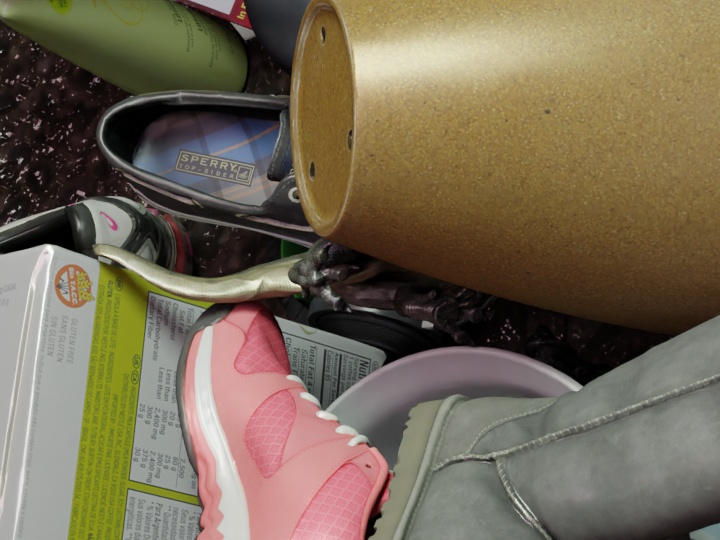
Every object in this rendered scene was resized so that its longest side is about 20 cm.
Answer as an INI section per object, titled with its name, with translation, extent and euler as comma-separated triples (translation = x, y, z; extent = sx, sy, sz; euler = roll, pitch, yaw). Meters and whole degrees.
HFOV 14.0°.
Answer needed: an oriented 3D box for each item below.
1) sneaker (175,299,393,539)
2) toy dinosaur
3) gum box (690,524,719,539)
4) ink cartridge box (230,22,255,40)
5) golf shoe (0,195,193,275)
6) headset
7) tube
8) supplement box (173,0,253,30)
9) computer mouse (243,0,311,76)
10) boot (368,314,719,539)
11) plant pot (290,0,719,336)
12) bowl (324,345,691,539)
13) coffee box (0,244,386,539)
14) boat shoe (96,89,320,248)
[sneaker]
translation = -0.020, 0.088, 1.148
extent = 0.087, 0.074, 0.200
euler = -15, 46, 8
[toy dinosaur]
translation = 0.000, 0.000, 1.178
extent = 0.088, 0.200, 0.048
euler = -145, 52, -66
[gum box]
translation = 0.108, 0.172, 1.232
extent = 0.170, 0.045, 0.200
euler = -35, 60, 19
[ink cartridge box]
translation = -0.006, -0.210, 1.344
extent = 0.200, 0.146, 0.086
euler = -22, 43, 24
[golf shoe]
translation = -0.184, 0.015, 1.427
extent = 0.200, 0.092, 0.073
euler = -29, 64, 22
[headset]
translation = 0.039, -0.003, 1.324
extent = 0.124, 0.094, 0.200
euler = -55, 41, 5
[tube]
translation = -0.125, -0.118, 1.364
extent = 0.058, 0.200, 0.052
euler = 9, 82, 33
[supplement box]
translation = 0.027, -0.139, 1.276
extent = 0.061, 0.200, 0.109
euler = -101, 32, -69
[computer mouse]
translation = 0.051, -0.108, 1.218
extent = 0.200, 0.053, 0.139
euler = 9, 95, -6
[boot]
translation = 0.103, 0.086, 1.042
extent = 0.200, 0.073, 0.182
euler = -12, 47, 25
[plant pot]
translation = 0.080, -0.058, 1.117
extent = 0.186, 0.200, 0.187
euler = 178, 90, -73
[bowl]
translation = 0.062, 0.133, 1.183
extent = 0.201, 0.090, 0.201
euler = -5, 81, 35
[coffee box]
translation = -0.130, 0.120, 1.276
extent = 0.200, 0.198, 0.200
euler = -11, 69, 46
[boat shoe]
translation = -0.027, -0.047, 1.276
extent = 0.200, 0.066, 0.070
euler = 13, 83, 28
